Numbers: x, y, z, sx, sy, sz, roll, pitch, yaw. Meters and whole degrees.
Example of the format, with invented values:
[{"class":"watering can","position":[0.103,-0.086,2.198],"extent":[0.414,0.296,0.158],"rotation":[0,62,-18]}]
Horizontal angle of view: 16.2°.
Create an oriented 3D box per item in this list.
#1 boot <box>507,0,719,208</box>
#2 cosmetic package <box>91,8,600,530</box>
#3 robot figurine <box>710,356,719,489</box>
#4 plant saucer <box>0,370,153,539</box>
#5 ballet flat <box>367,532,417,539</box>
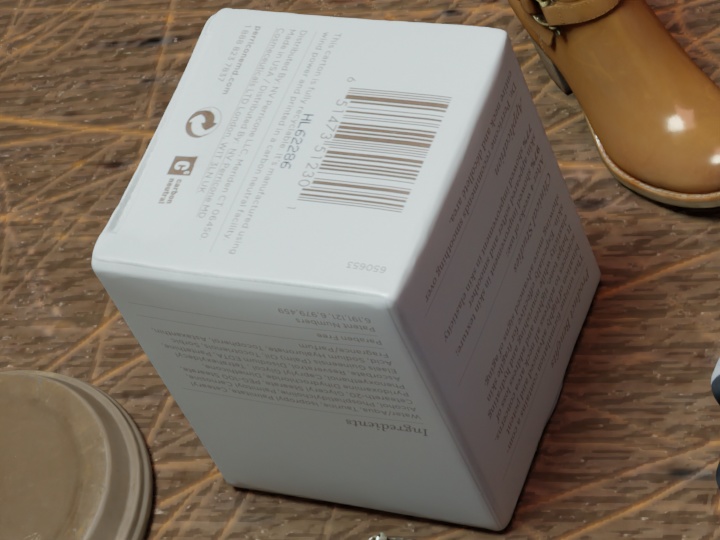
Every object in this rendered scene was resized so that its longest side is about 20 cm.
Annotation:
[{"class":"boot","position":[0.136,-0.133,1.340],"extent":[0.077,0.155,0.200],"rotation":[-30,47,-4]},{"class":"cosmetic package","position":[0.000,0.000,1.256],"extent":[0.166,0.200,0.167],"rotation":[6,55,26]},{"class":"robot figurine","position":[0.241,0.028,1.170],"extent":[0.150,0.125,0.200],"rotation":[18,78,39]},{"class":"plant saucer","position":[-0.208,0.132,1.353],"extent":[0.200,0.029,0.200],"rotation":[-12,49,14]},{"class":"ballet flat","position":[-0.052,0.168,1.243],"extent":[0.200,0.046,0.067],"rotation":[-15,47,11]}]
